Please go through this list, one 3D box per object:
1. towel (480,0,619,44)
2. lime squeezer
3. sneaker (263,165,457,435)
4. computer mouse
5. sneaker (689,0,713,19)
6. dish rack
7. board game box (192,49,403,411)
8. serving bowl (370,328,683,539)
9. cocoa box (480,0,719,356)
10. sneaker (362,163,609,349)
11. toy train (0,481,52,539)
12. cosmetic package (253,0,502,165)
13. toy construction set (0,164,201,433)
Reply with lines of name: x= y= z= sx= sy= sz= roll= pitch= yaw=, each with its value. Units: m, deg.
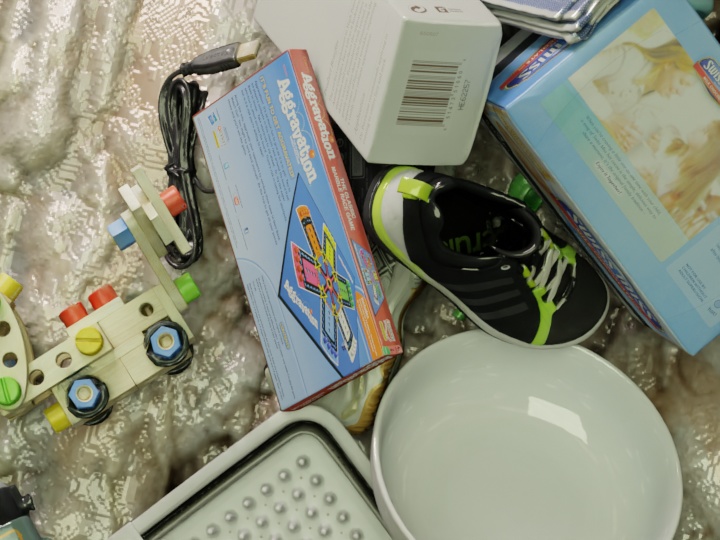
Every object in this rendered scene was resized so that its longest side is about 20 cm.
towel: x=0.158 y=-0.216 z=1.661 sx=0.200 sy=0.147 sz=0.024 roll=-45 pitch=118 yaw=-13
lime squeezer: x=0.097 y=-0.068 z=1.764 sx=0.070 sy=0.038 sz=0.201 roll=2 pitch=83 yaw=4
sneaker: x=0.000 y=0.000 z=1.742 sx=0.087 sy=0.076 sz=0.201 roll=21 pitch=83 yaw=8
computer mouse: x=-0.048 y=-0.080 z=1.744 sx=0.199 sy=0.046 sz=0.141 roll=-9 pitch=81 yaw=37
sneaker: x=0.132 y=-0.231 z=1.765 sx=0.199 sy=0.080 sz=0.131 roll=5 pitch=84 yaw=-5
dish rack: x=-0.057 y=0.200 z=1.724 sx=0.200 sy=0.044 sz=0.172 roll=-37 pitch=87 yaw=3
board game box: x=-0.041 y=-0.024 z=1.686 sx=0.103 sy=0.019 sz=0.201 roll=-30 pitch=72 yaw=44
serving bowl: x=0.097 y=0.135 z=1.699 sx=0.199 sy=0.066 sz=0.201 roll=7 pitch=55 yaw=-10
cocoa box: x=0.179 y=-0.072 z=1.679 sx=0.133 sy=0.131 sz=0.200 roll=-39 pitch=105 yaw=-2
sneaker: x=0.088 y=-0.004 z=1.663 sx=0.199 sy=0.083 sz=0.072 roll=26 pitch=75 yaw=-33
toy train: x=-0.225 y=0.232 z=1.728 sx=0.114 sy=0.085 sz=0.201 roll=-27 pitch=79 yaw=-12
cosmetic package: x=0.008 y=-0.155 z=1.693 sx=0.074 sy=0.200 sz=0.102 roll=1 pitch=122 yaw=-26
toy construction set: x=-0.180 y=0.025 z=1.750 sx=0.199 sy=0.092 sz=0.132 roll=-34 pitch=81 yaw=10
